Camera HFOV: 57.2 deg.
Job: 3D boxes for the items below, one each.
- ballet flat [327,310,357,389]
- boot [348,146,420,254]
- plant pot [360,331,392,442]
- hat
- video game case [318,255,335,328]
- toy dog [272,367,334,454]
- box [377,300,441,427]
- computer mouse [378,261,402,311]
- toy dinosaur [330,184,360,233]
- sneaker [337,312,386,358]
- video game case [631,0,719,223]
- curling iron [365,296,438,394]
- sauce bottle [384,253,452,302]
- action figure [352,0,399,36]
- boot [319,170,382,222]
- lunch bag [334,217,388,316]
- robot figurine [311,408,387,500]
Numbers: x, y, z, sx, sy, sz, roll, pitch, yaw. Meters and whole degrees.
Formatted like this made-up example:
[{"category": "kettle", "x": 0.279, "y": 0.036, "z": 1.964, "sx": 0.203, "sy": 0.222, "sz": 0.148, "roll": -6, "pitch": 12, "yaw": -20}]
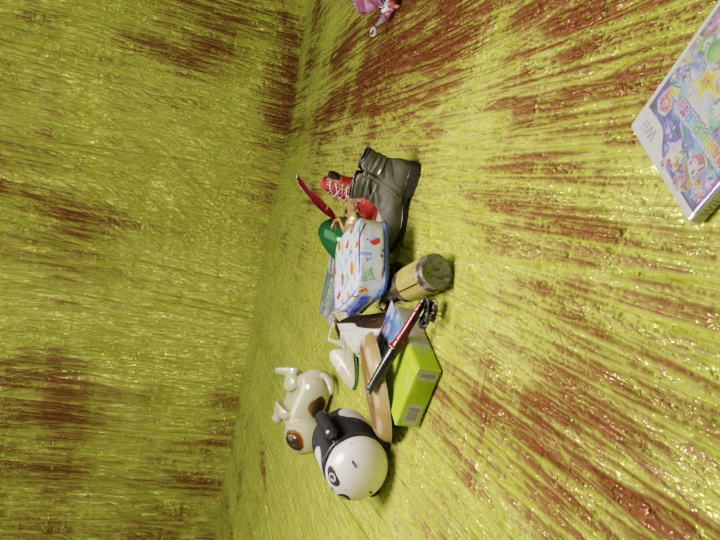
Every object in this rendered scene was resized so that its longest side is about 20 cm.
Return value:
[{"category": "ballet flat", "x": -0.044, "y": 0.178, "z": 1.522, "sx": 0.070, "sy": 0.068, "sz": 0.204, "roll": 121, "pitch": 153, "yaw": -50}, {"category": "boot", "x": 0.032, "y": -0.140, "z": 1.324, "sx": 0.068, "sy": 0.128, "sz": 0.204, "roll": -121, "pitch": 43, "yaw": -65}, {"category": "plant pot", "x": 0.025, "y": 0.215, "z": 1.213, "sx": 0.200, "sy": 0.027, "sz": 0.205, "roll": 171, "pitch": 90, "yaw": -85}, {"category": "hat", "x": -0.088, "y": -0.095, "z": 1.585, "sx": 0.168, "sy": 0.173, "sz": 0.201, "roll": -64, "pitch": 25, "yaw": 18}, {"category": "video game case", "x": -0.066, "y": 0.033, "z": 1.751, "sx": 0.182, "sy": 0.023, "sz": 0.205, "roll": -148, "pitch": 68, "yaw": -73}, {"category": "toy dog", "x": -0.132, "y": 0.356, "z": 1.653, "sx": 0.190, "sy": 0.139, "sz": 0.205, "roll": -6, "pitch": 70, "yaw": 35}, {"category": "box", "x": 0.076, "y": 0.158, "z": 1.155, "sx": 0.201, "sy": 0.047, "sz": 0.124, "roll": -108, "pitch": 33, "yaw": -58}, {"category": "computer mouse", "x": 0.040, "y": -0.001, "z": 1.381, "sx": 0.201, "sy": 0.043, "sz": 0.112, "roll": -122, "pitch": 37, "yaw": -60}, {"category": "toy dinosaur", "x": -0.017, "y": -0.108, "z": 1.405, "sx": 0.106, "sy": 0.059, "sz": 0.204, "roll": 32, "pitch": 137, "yaw": 51}, {"category": "sneaker", "x": 0.021, "y": 0.137, "z": 1.358, "sx": 0.199, "sy": 0.072, "sz": 0.086, "roll": -6, "pitch": 106, "yaw": 67}, {"category": "video game case", "x": 0.320, "y": -0.163, "z": 0.563, "sx": 0.145, "sy": 0.018, "sz": 0.202, "roll": -97, "pitch": 23, "yaw": -43}, {"category": "curling iron", "x": 0.063, "y": 0.125, "z": 1.091, "sx": 0.201, "sy": 0.025, "sz": 0.050, "roll": -54, "pitch": 23, "yaw": 17}, {"category": "sauce bottle", "x": 0.092, "y": 0.020, "z": 1.150, "sx": 0.200, "sy": 0.063, "sz": 0.066, "roll": 152, "pitch": 126, "yaw": -69}, {"category": "action figure", "x": 0.056, "y": -0.687, "z": 1.665, "sx": 0.200, "sy": 0.147, "sz": 0.136, "roll": 46, "pitch": 156, "yaw": 48}, {"category": "boot", "x": -0.021, "y": -0.160, "z": 1.496, "sx": 0.201, "sy": 0.141, "sz": 0.074, "roll": -108, "pitch": 34, "yaw": -54}, {"category": "lunch bag", "x": 0.000, "y": 0.000, "z": 1.295, "sx": 0.200, "sy": 0.074, "sz": 0.164, "roll": 129, "pitch": 143, "yaw": -64}, {"category": "robot figurine", "x": -0.025, "y": 0.340, "z": 1.235, "sx": 0.200, "sy": 0.147, "sz": 0.128, "roll": -139, "pitch": 65, "yaw": -67}]
